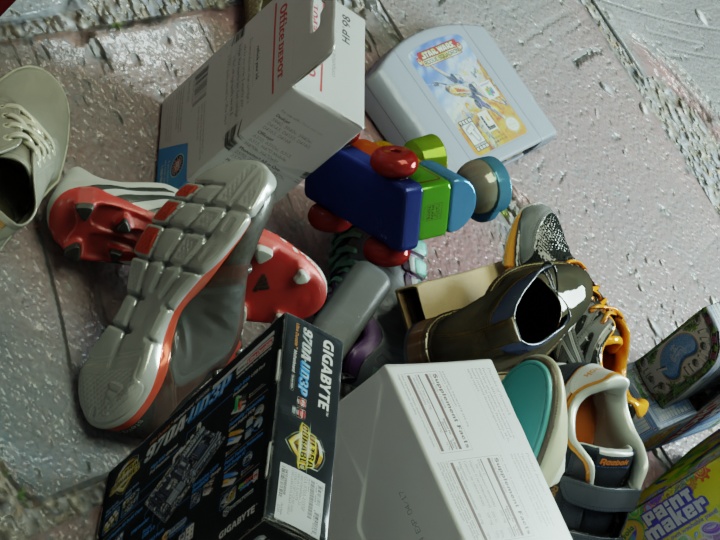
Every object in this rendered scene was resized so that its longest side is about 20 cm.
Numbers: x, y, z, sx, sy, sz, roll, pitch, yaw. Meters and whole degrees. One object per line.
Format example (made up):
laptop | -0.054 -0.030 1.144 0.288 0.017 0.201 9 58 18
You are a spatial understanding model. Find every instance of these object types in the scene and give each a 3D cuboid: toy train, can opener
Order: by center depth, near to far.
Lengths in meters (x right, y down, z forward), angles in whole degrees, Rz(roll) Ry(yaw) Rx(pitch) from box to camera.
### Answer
can opener | -0.051 0.059 1.596 0.067 0.053 0.200 36 49 -2
toy train | 0.012 -0.078 1.720 0.115 0.085 0.200 -12 28 -34

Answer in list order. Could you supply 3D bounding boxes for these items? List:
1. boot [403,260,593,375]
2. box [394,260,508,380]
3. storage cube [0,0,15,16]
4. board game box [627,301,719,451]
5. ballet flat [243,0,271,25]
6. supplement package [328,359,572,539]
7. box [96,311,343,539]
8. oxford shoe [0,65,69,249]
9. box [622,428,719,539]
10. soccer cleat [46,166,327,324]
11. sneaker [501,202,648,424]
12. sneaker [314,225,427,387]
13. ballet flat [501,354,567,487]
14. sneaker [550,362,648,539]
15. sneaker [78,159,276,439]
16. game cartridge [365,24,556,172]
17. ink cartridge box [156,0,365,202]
boot | 0.128 0.033 1.656 0.200 0.097 0.075 -26 95 -45
box | 0.097 0.078 1.736 0.200 0.021 0.164 -12 85 -63
storage cube | -0.304 -0.250 1.504 0.200 0.180 0.171 -14 70 -53
board game box | 0.265 0.087 1.871 0.199 0.200 0.062 -20 73 -39
ballet flat | -0.061 -0.185 1.835 0.067 0.046 0.201 22 44 -34
supplement package | 0.042 0.183 1.527 0.111 0.156 0.201 -1 60 -48
box | -0.090 0.141 1.378 0.046 0.200 0.159 30 39 -23
oxford shoe | -0.229 -0.076 1.541 0.075 0.058 0.200 38 35 -14
box | 0.320 0.176 1.810 0.122 0.200 0.192 55 36 5
soccer cleat | -0.116 -0.021 1.583 0.199 0.069 0.085 17 26 -13
sneaker | 0.166 0.040 1.781 0.078 0.077 0.201 8 64 -59
sneaker | 0.000 0.000 1.720 0.087 0.074 0.201 14 50 -35
ballet flat | 0.103 0.153 1.617 0.069 0.201 0.069 23 8 -4
sneaker | 0.158 0.166 1.682 0.078 0.079 0.201 4 84 -40
sneaker | -0.107 0.022 1.518 0.077 0.200 0.082 29 -4 46
game cartridge | 0.080 -0.141 1.967 0.133 0.041 0.200 58 35 2
ink cartridge box | -0.058 -0.121 1.648 0.067 0.200 0.116 30 40 -29
